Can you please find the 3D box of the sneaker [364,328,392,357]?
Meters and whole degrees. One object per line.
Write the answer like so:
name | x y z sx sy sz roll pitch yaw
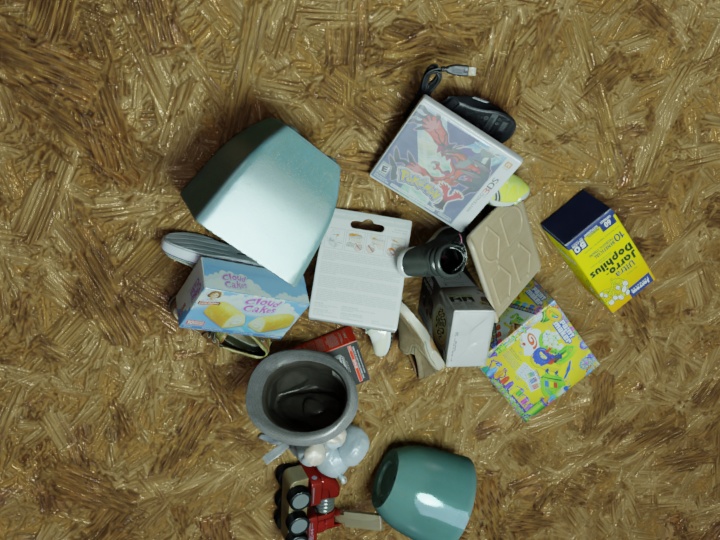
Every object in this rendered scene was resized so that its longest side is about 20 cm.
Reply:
sneaker | 0.011 0.069 1.448 0.093 0.070 0.201 -3 114 -1

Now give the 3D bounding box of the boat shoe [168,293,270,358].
boat shoe | -0.248 0.098 1.385 0.199 0.068 0.072 23 109 -23

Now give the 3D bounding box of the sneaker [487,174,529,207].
sneaker | 0.217 -0.175 1.356 0.199 0.076 0.076 20 141 -18

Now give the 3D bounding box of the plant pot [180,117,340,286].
plant pot | -0.143 -0.129 1.243 0.195 0.196 0.200 36 93 -26

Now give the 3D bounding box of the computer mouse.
computer mouse | 0.181 -0.291 1.314 0.199 0.046 0.141 10 137 -11

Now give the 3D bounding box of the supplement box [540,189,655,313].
supplement box | 0.458 -0.036 1.488 0.109 0.110 0.200 -39 119 6

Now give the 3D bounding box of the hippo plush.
hippo plush | -0.065 0.352 1.504 0.200 0.159 0.161 -39 118 5

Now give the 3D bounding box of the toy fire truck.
toy fire truck | -0.065 0.486 1.600 0.199 0.129 0.177 -7 116 -24

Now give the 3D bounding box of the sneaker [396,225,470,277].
sneaker | 0.163 -0.031 1.374 0.199 0.099 0.071 -25 112 -43

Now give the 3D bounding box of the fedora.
fedora | -0.100 0.238 1.394 0.198 0.178 0.090 2 151 5

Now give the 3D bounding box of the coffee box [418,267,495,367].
coffee box | 0.172 0.075 1.413 0.079 0.200 0.114 0 116 -11

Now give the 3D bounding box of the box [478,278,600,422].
box | 0.333 0.156 1.539 0.192 0.122 0.200 -38 118 5

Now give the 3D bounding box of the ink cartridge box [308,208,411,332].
ink cartridge box | 0.000 0.000 1.379 0.159 0.047 0.201 9 82 0

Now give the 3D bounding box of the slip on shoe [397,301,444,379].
slip on shoe | 0.099 0.135 1.489 0.060 0.076 0.200 -35 131 -3

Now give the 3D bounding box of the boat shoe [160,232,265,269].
boat shoe | -0.249 -0.012 1.333 0.199 0.072 0.062 15 117 -22

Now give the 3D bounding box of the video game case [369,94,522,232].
video game case | 0.143 -0.177 1.319 0.199 0.023 0.182 31 129 -9

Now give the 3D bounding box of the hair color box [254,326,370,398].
hair color box | -0.092 0.193 1.477 0.199 0.061 0.102 -21 119 -3

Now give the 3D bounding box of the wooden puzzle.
wooden puzzle | 0.259 -0.033 1.429 0.200 0.046 0.186 -46 127 -36

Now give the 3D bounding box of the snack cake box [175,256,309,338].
snack cake box | -0.202 0.051 1.331 0.199 0.068 0.115 11 138 -33

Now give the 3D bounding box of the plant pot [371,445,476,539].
plant pot | 0.119 0.453 1.590 0.160 0.201 0.201 23 107 -12
